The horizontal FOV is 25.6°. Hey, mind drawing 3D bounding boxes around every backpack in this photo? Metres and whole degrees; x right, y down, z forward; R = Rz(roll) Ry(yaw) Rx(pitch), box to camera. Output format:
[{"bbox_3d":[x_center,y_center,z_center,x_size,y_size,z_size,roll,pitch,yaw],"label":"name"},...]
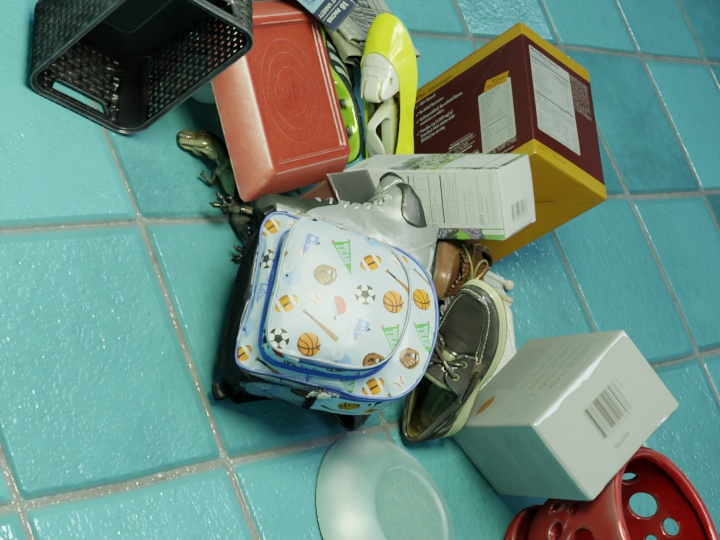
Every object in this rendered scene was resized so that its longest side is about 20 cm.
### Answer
[{"bbox_3d":[-0.022,0.044,1.494,0.190,0.154,0.201,17,75,-17],"label":"backpack"}]

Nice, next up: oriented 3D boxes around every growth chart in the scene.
[{"bbox_3d":[0.140,0.068,1.869,0.144,0.018,0.201,29,45,-35],"label":"growth chart"}]

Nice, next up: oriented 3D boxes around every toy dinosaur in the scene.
[{"bbox_3d":[-0.119,-0.063,1.625,0.200,0.047,0.088,52,29,-16],"label":"toy dinosaur"}]

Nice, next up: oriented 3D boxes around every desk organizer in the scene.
[{"bbox_3d":[0.000,0.000,1.694,0.072,0.077,0.201,-11,75,-52],"label":"desk organizer"}]

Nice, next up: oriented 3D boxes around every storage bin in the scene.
[{"bbox_3d":[-0.208,-0.232,1.500,0.135,0.200,0.094,26,47,-38],"label":"storage bin"}]

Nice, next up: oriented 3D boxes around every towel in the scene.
[{"bbox_3d":[-0.009,-0.318,1.903,0.192,0.034,0.201,7,52,-63],"label":"towel"}]

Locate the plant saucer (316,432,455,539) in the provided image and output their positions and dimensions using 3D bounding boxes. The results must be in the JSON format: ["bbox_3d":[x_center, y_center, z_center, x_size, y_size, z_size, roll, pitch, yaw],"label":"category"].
[{"bbox_3d":[0.039,0.252,1.594,0.201,0.039,0.202,29,45,-34],"label":"plant saucer"}]

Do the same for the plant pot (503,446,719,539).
[{"bbox_3d":[0.265,0.310,1.703,0.200,0.182,0.201,30,46,-36],"label":"plant pot"}]

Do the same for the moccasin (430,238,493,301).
[{"bbox_3d":[0.110,0.002,1.776,0.077,0.074,0.201,28,9,9],"label":"moccasin"}]

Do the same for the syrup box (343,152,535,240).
[{"bbox_3d":[0.084,-0.082,1.745,0.079,0.199,0.082,-28,114,-55],"label":"syrup box"}]

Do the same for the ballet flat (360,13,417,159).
[{"bbox_3d":[0.028,-0.192,1.813,0.067,0.067,0.201,-40,137,-44],"label":"ballet flat"}]

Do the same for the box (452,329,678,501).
[{"bbox_3d":[0.212,0.156,1.697,0.152,0.200,0.106,-43,102,-21],"label":"box"}]

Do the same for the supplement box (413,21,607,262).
[{"bbox_3d":[0.170,-0.149,1.905,0.133,0.197,0.201,28,46,-36],"label":"supplement box"}]

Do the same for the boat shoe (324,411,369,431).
[{"bbox_3d":[-0.048,0.074,1.586,0.200,0.073,0.065,49,32,-13],"label":"boat shoe"}]

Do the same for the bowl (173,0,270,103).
[{"bbox_3d":[-0.168,-0.275,1.690,0.200,0.075,0.200,54,36,-8],"label":"bowl"}]

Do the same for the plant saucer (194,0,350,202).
[{"bbox_3d":[-0.080,-0.185,1.649,0.199,0.037,0.201,-20,97,-58],"label":"plant saucer"}]

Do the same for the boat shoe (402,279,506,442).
[{"bbox_3d":[0.095,0.102,1.638,0.073,0.201,0.065,32,37,25],"label":"boat shoe"}]

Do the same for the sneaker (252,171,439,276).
[{"bbox_3d":[-0.009,-0.059,1.623,0.199,0.075,0.116,25,66,-15],"label":"sneaker"}]

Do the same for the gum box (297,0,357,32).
[{"bbox_3d":[-0.087,-0.354,1.724,0.200,0.045,0.170,40,16,-11],"label":"gum box"}]

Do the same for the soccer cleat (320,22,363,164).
[{"bbox_3d":[-0.031,-0.213,1.824,0.081,0.067,0.201,4,60,-53],"label":"soccer cleat"}]
